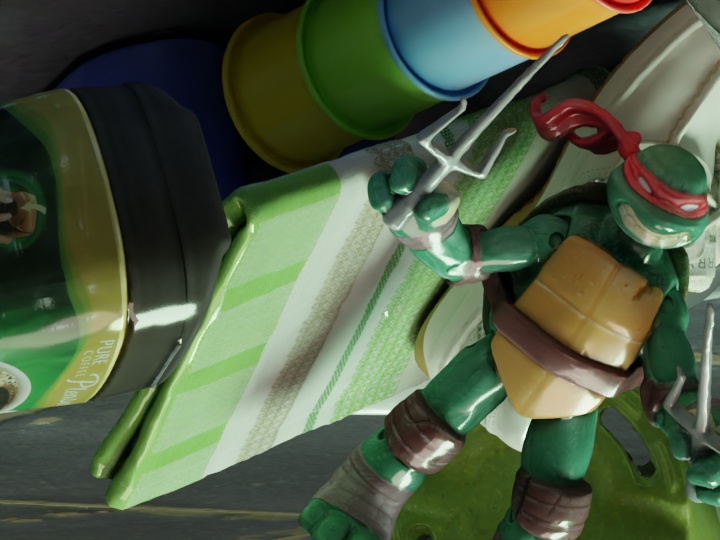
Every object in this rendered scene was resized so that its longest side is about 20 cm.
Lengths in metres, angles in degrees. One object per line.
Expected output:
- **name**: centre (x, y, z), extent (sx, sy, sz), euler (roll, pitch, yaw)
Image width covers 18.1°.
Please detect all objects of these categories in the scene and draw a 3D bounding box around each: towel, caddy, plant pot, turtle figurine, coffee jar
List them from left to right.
- **coffee jar**: centre (-0.141, 0.002, 0.652), extent (0.199, 0.086, 0.104), euler (-9, 162, -22)
- **caddy**: centre (-0.062, -0.016, 0.895), extent (0.141, 0.106, 0.200), euler (1, 166, -25)
- **towel**: centre (0.000, 0.000, 0.797), extent (0.199, 0.031, 0.150), euler (-19, 146, -45)
- **plant pot**: centre (0.074, 0.116, 0.954), extent (0.199, 0.201, 0.190), euler (-5, 165, 5)
- **turtle figurine**: centre (0.067, 0.026, 0.740), extent (0.149, 0.201, 0.101), euler (35, -153, 13)

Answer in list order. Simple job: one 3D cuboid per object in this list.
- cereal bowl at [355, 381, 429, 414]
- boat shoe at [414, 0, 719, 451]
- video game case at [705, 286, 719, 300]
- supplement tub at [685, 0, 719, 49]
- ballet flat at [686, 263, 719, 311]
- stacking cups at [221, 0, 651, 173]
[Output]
- **cereal bowl**: centre (0.042, 0.016, 1.125), extent (0.199, 0.084, 0.200), euler (-3, 167, -1)
- **boat shoe**: centre (0.103, -0.019, 0.807), extent (0.071, 0.069, 0.200), euler (-1, 132, -57)
- **video game case**: centre (0.239, -0.026, 1.005), extent (0.199, 0.022, 0.182), euler (-13, -175, 35)
- **supplement tub**: centre (0.141, -0.093, 0.576), extent (0.122, 0.123, 0.200), euler (-8, 167, 18)
- **ballet flat**: centre (0.095, -0.001, 0.933), extent (0.073, 0.074, 0.200), euler (2, -169, -24)
- **stacking cups**: centre (0.040, -0.088, 0.736), extent (0.060, 0.061, 0.199), euler (8, 159, -43)
